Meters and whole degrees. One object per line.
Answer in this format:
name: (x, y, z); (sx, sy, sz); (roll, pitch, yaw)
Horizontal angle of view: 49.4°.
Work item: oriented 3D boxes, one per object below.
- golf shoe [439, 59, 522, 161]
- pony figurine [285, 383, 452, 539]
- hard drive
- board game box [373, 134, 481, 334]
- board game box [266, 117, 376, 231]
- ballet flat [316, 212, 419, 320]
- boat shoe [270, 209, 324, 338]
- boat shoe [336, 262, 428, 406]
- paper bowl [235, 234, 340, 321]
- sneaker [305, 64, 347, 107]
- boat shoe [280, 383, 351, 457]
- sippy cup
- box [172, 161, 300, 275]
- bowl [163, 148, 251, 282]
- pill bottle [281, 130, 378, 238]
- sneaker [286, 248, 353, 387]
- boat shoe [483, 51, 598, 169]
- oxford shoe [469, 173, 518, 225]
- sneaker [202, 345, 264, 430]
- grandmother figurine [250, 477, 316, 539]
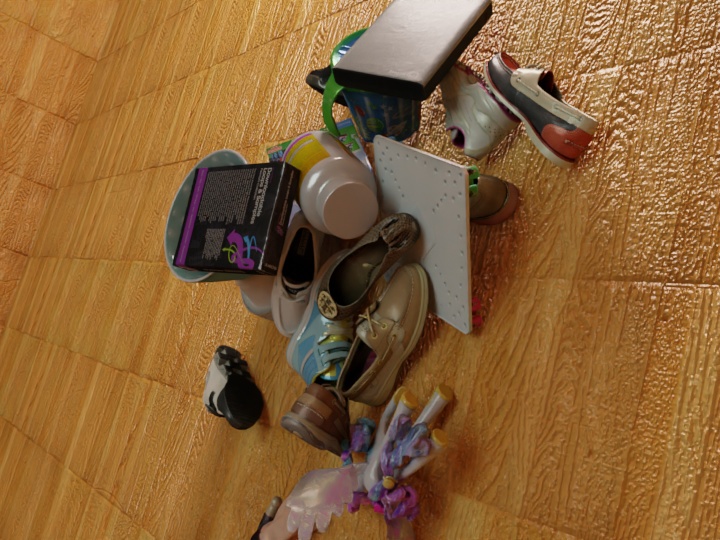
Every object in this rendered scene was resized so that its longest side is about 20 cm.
golf shoe: (0.133, -0.220, 1.035); (0.092, 0.075, 0.201); (-55, 35, 22)
pony figurine: (0.024, 0.234, 0.886); (0.201, 0.165, 0.193); (-56, 4, 21)
hard drive: (0.071, -0.303, 1.036); (0.138, 0.033, 0.201); (17, 55, 28)
board game box: (0.081, -0.051, 0.956); (0.200, 0.026, 0.203); (34, 134, 55)
board game box: (-0.057, -0.144, 1.209); (0.149, 0.037, 0.202); (-20, 47, 0)
ballet flat: (0.000, 0.000, 0.984); (0.068, 0.046, 0.200); (51, 126, 7)
boat shoe: (-0.095, 0.014, 1.125); (0.066, 0.072, 0.203); (-76, -7, -67)
boat shoe: (0.026, 0.083, 0.982); (0.074, 0.066, 0.203); (44, 120, 54)
paper bowl: (-0.130, -0.023, 1.251); (0.200, 0.104, 0.203); (-30, 49, 40)
sneaker: (-0.010, -0.332, 1.288); (0.198, 0.076, 0.116); (18, 84, 52)
boat shoe: (-0.039, 0.182, 0.971); (0.075, 0.200, 0.073); (27, 80, 12)
sippy cup: (0.033, -0.257, 1.119); (0.175, 0.131, 0.141); (-8, 47, 6)
box: (-0.170, -0.069, 1.050); (0.198, 0.036, 0.145); (3, 77, 45)
bowl: (-0.192, -0.067, 1.168); (0.199, 0.104, 0.204); (-18, 63, 38)
pill bottle: (-0.040, -0.113, 1.045); (0.105, 0.103, 0.200); (-58, 26, 13)
sneaker: (-0.027, 0.081, 1.078); (0.131, 0.079, 0.202); (48, 120, 55)
boat shoe: (0.209, -0.203, 0.917); (0.063, 0.070, 0.201); (-58, 39, 33)
oxford shoe: (0.105, -0.090, 0.996); (0.199, 0.073, 0.072); (-13, 61, 50)
sneaker: (-0.212, 0.210, 1.264); (0.089, 0.073, 0.200); (-58, 26, 13)
grandmother figurine: (-0.121, 0.370, 1.066); (0.200, 0.060, 0.122); (-49, 11, 29)
